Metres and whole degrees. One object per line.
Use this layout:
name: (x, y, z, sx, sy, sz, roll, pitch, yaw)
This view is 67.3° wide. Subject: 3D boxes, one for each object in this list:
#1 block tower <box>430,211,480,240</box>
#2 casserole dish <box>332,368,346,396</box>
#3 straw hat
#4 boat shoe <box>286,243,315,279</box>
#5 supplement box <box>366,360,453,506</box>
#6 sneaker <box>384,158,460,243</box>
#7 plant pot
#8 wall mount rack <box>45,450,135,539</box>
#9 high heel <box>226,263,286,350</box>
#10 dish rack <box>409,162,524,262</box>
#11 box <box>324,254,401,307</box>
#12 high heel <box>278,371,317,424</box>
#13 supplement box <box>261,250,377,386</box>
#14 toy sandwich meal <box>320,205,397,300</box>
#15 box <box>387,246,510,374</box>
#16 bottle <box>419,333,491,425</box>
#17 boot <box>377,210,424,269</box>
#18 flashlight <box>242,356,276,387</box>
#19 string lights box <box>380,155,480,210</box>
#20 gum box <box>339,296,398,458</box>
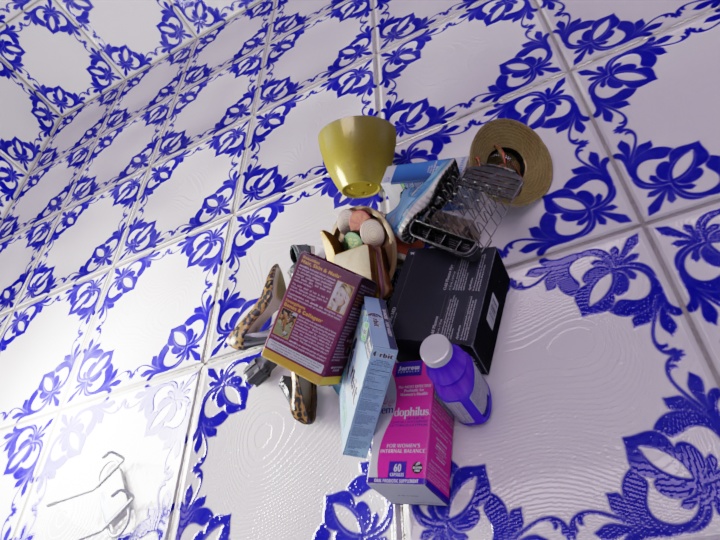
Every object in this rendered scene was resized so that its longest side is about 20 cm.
block tower: (0.156, -0.093, 1.155, 0.198, 0.054, 0.058, 23, 70, 44)
casserole dish: (-0.029, 0.164, 1.080, 0.121, 0.039, 0.201, -39, 44, 1)
straw hat: (0.293, -0.208, 1.129, 0.203, 0.199, 0.085, -61, 5, -22)
boat shoe: (-0.142, 0.012, 1.241, 0.202, 0.061, 0.073, -91, 20, -47)
supplement box: (0.088, 0.260, 0.877, 0.100, 0.104, 0.203, -11, 48, 28)
sneaker: (0.119, -0.153, 1.070, 0.089, 0.079, 0.200, 33, 74, 37)
plant pot: (-0.003, -0.263, 1.326, 0.197, 0.199, 0.145, -12, 74, 25)
wall mount rack: (-0.567, 0.490, 1.147, 0.174, 0.075, 0.200, -44, 43, -5)
high heel: (-0.245, 0.082, 1.253, 0.140, 0.072, 0.203, -12, 58, 17)
dish rack: (0.198, -0.117, 0.988, 0.152, 0.055, 0.202, 26, 78, 43)
box: (0.000, 0.000, 1.189, 0.195, 0.050, 0.203, 0, 55, 32)
high heel: (-0.096, 0.186, 1.041, 0.142, 0.070, 0.203, 42, 119, 51)
supplement box: (-0.072, 0.087, 0.974, 0.129, 0.103, 0.203, 23, 89, 20)
toy sandwich meal: (-0.010, -0.026, 1.074, 0.203, 0.070, 0.210, 6, 99, 41)
box: (0.157, 0.067, 0.986, 0.179, 0.104, 0.203, 2, 56, 33)
bottle: (0.148, 0.168, 0.838, 0.064, 0.201, 0.085, -13, 50, 24)
boot: (0.040, -0.062, 1.129, 0.197, 0.075, 0.109, 11, 65, 33)
flashlight: (-0.163, 0.161, 1.158, 0.199, 0.068, 0.068, -42, 52, 3)
string lights box: (0.156, -0.184, 1.193, 0.197, 0.103, 0.060, 0, 54, 33)
gum box: (0.008, 0.172, 0.903, 0.044, 0.204, 0.170, 12, 21, -9)
